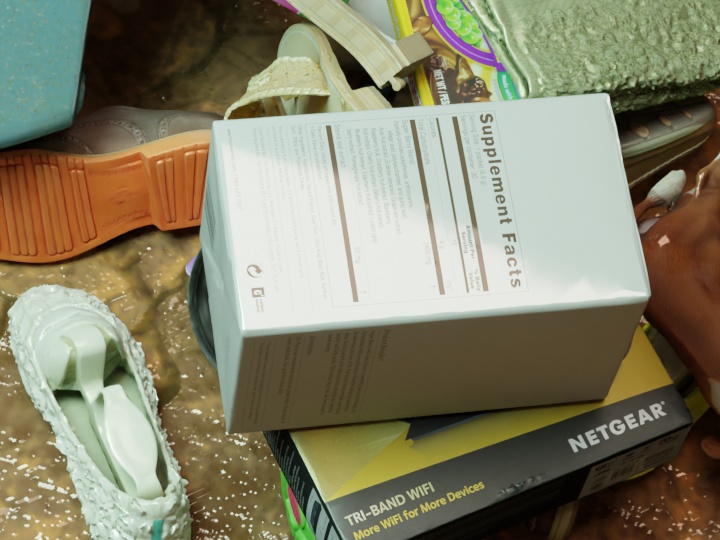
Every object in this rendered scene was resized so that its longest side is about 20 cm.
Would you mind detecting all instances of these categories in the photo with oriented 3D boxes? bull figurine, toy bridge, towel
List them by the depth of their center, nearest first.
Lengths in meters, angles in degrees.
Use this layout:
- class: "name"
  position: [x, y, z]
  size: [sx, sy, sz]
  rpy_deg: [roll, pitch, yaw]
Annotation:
- class: "bull figurine"
  position: [0.206, 0.027, 1.472]
  size: [0.065, 0.200, 0.121]
  rpy_deg: [-1, 46, 43]
- class: "toy bridge"
  position: [-0.036, -0.181, 1.514]
  size: [0.200, 0.027, 0.067]
  rpy_deg: [54, 34, 4]
- class: "towel"
  position: [0.141, -0.157, 1.564]
  size: [0.200, 0.036, 0.148]
  rpy_deg: [-11, 65, -38]

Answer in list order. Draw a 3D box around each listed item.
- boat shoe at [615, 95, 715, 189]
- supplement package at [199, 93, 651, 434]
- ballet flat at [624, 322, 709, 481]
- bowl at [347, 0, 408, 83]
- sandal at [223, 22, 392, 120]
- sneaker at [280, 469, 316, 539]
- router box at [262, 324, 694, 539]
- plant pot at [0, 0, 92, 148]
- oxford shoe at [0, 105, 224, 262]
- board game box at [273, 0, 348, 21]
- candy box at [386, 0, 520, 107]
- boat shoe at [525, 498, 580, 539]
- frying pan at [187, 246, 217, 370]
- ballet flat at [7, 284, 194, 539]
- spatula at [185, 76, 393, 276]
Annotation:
- class: "boat shoe"
  position: [0.112, -0.057, 1.600]
  size: [0.200, 0.072, 0.076]
  rpy_deg: [-18, 43, -9]
- class: "supplement package"
  position: [0.028, -0.003, 1.360]
  size: [0.200, 0.121, 0.120]
  rpy_deg: [-4, 63, -9]
- class: "ballet flat"
  position: [0.190, 0.037, 1.537]
  size: [0.067, 0.067, 0.200]
  rpy_deg: [30, 57, 21]
- class: "bowl"
  position: [0.074, -0.170, 1.668]
  size: [0.201, 0.090, 0.201]
  rpy_deg: [1, 54, -2]
- class: "sandal"
  position: [-0.041, -0.087, 1.550]
  size: [0.070, 0.078, 0.212]
  rpy_deg: [-11, 22, -17]
- class: "sneaker"
  position: [0.011, 0.133, 1.458]
  size: [0.084, 0.077, 0.200]
  rpy_deg: [-11, 65, -19]
- class: "router box"
  position: [0.049, 0.058, 1.429]
  size: [0.200, 0.052, 0.157]
  rpy_deg: [-21, 66, -17]
- class: "plant pot"
  position: [-0.248, -0.154, 1.543]
  size: [0.200, 0.196, 0.196]
  rpy_deg: [9, 96, -6]
- class: "oxford shoe"
  position: [-0.165, -0.055, 1.594]
  size: [0.200, 0.071, 0.073]
  rpy_deg: [-6, 32, -11]
- class: "board game box"
  position: [-0.116, -0.214, 1.584]
  size: [0.153, 0.200, 0.040]
  rpy_deg: [34, 98, 56]
- class: "candy box"
  position: [0.074, -0.132, 1.568]
  size: [0.102, 0.026, 0.200]
  rpy_deg: [-7, 59, -12]
- class: "boat shoe"
  position: [0.084, 0.053, 1.504]
  size: [0.072, 0.072, 0.200]
  rpy_deg: [-1, 69, -5]
- class: "frying pan"
  position: [-0.013, -0.011, 1.525]
  size: [0.115, 0.031, 0.190]
  rpy_deg: [44, 98, 3]
- class: "ballet flat"
  position: [-0.138, 0.071, 1.493]
  size: [0.072, 0.072, 0.200]
  rpy_deg: [-19, 56, -16]
- class: "spatula"
  position: [-0.031, -0.052, 1.617]
  size: [0.057, 0.021, 0.200]
  rpy_deg: [23, 55, 17]
